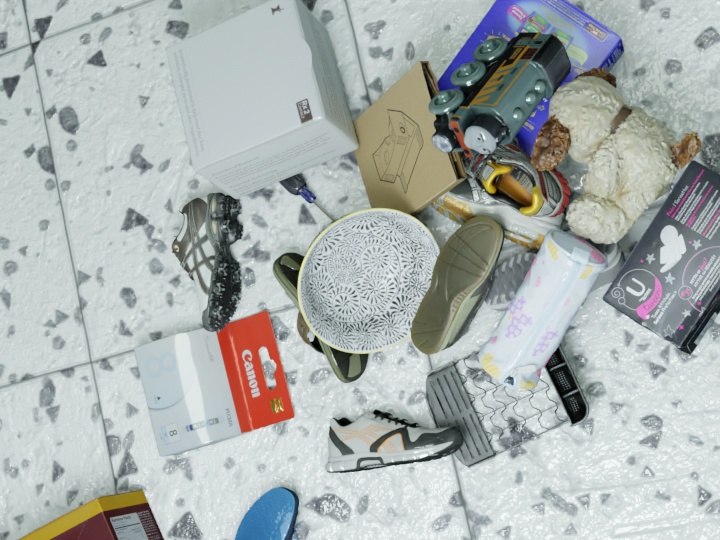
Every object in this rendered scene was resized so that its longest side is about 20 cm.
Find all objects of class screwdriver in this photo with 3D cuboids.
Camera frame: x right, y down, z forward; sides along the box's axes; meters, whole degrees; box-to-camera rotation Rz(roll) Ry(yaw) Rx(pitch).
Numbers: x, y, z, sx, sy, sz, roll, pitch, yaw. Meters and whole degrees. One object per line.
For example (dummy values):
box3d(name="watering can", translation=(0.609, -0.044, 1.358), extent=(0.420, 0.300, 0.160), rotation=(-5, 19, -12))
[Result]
box3d(name="screwdriver", translation=(-0.053, -0.086, 1.735), extent=(0.200, 0.029, 0.028), rotation=(42, 98, 10))

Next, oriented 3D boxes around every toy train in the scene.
box3d(name="toy train", translation=(0.168, -0.215, 1.515), extent=(0.114, 0.085, 0.200), rotation=(9, 49, 43))

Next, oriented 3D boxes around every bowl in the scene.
box3d(name="bowl", translation=(0.000, 0.000, 1.651), extent=(0.200, 0.094, 0.201), rotation=(-7, 112, -18))

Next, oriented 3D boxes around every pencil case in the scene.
box3d(name="pencil case", translation=(0.219, 0.049, 1.513), extent=(0.083, 0.091, 0.200), rotation=(32, 111, 12))

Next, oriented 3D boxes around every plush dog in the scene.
box3d(name="plush dog", translation=(0.299, -0.158, 1.502), extent=(0.172, 0.160, 0.200), rotation=(39, 54, 0))

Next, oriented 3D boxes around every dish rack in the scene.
box3d(name="dish rack", translation=(0.182, 0.160, 1.614), extent=(0.200, 0.055, 0.154), rotation=(-27, 77, 14))

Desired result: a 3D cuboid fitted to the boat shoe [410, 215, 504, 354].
box3d(name="boat shoe", translation=(0.132, 0.018, 1.622), extent=(0.072, 0.066, 0.201), rotation=(36, 110, 28))

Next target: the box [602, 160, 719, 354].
box3d(name="box", translation=(0.401, -0.014, 1.518), extent=(0.115, 0.132, 0.200), rotation=(35, 96, 21))

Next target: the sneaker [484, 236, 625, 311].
box3d(name="sneaker", translation=(0.250, 0.018, 1.596), extent=(0.200, 0.082, 0.075), rotation=(-18, 48, 33))

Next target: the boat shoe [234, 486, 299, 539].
box3d(name="boat shoe", translation=(-0.137, 0.384, 1.693), extent=(0.084, 0.069, 0.200), rotation=(30, 94, 27))

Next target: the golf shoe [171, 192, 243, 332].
box3d(name="golf shoe", translation=(-0.219, -0.009, 1.754), extent=(0.094, 0.078, 0.200), rotation=(-4, 72, 21))

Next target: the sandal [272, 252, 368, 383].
box3d(name="sandal", translation=(-0.057, 0.066, 1.700), extent=(0.057, 0.080, 0.201), rotation=(-46, 69, 38))

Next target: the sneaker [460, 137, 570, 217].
box3d(name="sneaker", translation=(0.168, -0.137, 1.559), extent=(0.200, 0.082, 0.078), rotation=(37, 117, 23))

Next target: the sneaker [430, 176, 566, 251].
box3d(name="sneaker", translation=(0.175, -0.097, 1.640), extent=(0.200, 0.076, 0.088), rotation=(22, 79, 13))

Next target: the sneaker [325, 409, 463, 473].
box3d(name="sneaker", translation=(0.038, 0.218, 1.638), extent=(0.200, 0.074, 0.080), rotation=(-11, 76, 25))

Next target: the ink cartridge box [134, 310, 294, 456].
box3d(name="ink cartridge box", translation=(-0.206, 0.158, 1.744), extent=(0.200, 0.047, 0.160), rotation=(-18, 79, 18))

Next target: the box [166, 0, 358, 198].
box3d(name="box", translation=(-0.133, -0.234, 1.698), extent=(0.200, 0.131, 0.199), rotation=(-21, 69, 15))

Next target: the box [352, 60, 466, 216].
box3d(name="box", translation=(0.056, -0.157, 1.636), extent=(0.200, 0.021, 0.164), rotation=(-35, 69, 56))

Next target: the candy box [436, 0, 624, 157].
box3d(name="candy box", translation=(0.216, -0.259, 1.630), extent=(0.169, 0.077, 0.200), rotation=(39, 96, 16))

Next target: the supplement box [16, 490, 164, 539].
box3d(name="supplement box", translation=(-0.371, 0.439, 1.727), extent=(0.197, 0.133, 0.200), rotation=(-29, 77, 14))
